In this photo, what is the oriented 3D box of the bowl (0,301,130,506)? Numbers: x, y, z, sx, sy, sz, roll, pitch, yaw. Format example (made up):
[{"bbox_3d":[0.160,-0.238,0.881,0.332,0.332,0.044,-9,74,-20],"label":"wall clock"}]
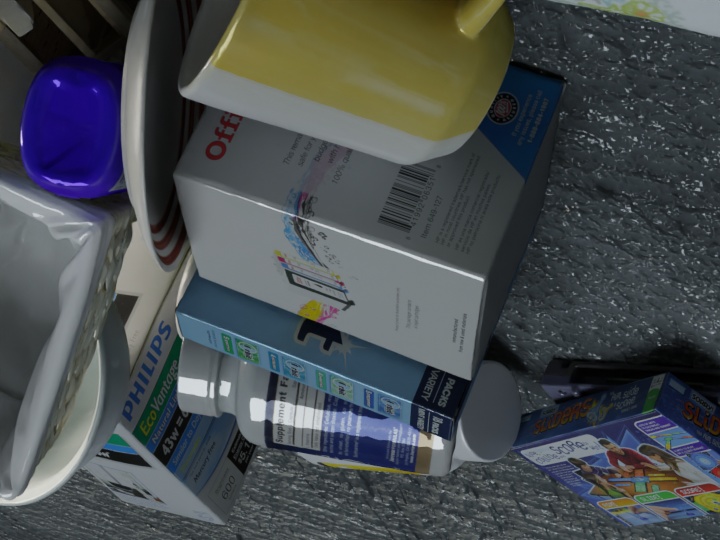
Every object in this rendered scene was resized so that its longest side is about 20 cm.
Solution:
[{"bbox_3d":[-0.242,0.069,1.135,0.199,0.204,0.090,9,-173,30],"label":"bowl"}]

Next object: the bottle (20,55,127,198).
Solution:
[{"bbox_3d":[-0.159,-0.092,0.963,0.065,0.085,0.200,10,-173,4],"label":"bottle"}]

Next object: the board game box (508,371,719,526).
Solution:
[{"bbox_3d":[0.224,0.146,1.184,0.135,0.035,0.200,34,153,-16],"label":"board game box"}]

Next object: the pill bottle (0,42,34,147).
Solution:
[{"bbox_3d":[-0.306,-0.106,1.125,0.115,0.117,0.199,38,151,-27],"label":"pill bottle"}]

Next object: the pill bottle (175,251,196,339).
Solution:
[{"bbox_3d":[-0.034,0.034,1.187,0.198,0.115,0.114,19,154,12],"label":"pill bottle"}]

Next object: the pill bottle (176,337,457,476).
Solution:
[{"bbox_3d":[-0.025,0.076,1.073,0.198,0.112,0.111,9,153,5],"label":"pill bottle"}]

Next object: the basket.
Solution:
[{"bbox_3d":[-0.237,0.023,0.989,0.134,0.202,0.123,22,-165,3],"label":"basket"}]

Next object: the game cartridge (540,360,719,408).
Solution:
[{"bbox_3d":[0.255,0.121,1.189,0.199,0.039,0.130,0,141,42],"label":"game cartridge"}]

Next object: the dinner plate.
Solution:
[{"bbox_3d":[-0.118,-0.100,0.906,0.024,0.202,0.201,4,152,5],"label":"dinner plate"}]

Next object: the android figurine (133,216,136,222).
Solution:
[{"bbox_3d":[-0.186,-0.055,1.144,0.199,0.042,0.181,-4,-177,43],"label":"android figurine"}]

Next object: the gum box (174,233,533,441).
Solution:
[{"bbox_3d":[0.000,0.000,1.025,0.198,0.171,0.045,19,154,11],"label":"gum box"}]

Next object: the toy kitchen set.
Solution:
[{"bbox_3d":[-0.169,-0.171,0.880,0.162,0.201,0.181,-32,132,11],"label":"toy kitchen set"}]

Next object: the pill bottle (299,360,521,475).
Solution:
[{"bbox_3d":[0.036,0.117,1.285,0.199,0.112,0.111,-1,144,44],"label":"pill bottle"}]

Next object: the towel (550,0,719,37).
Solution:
[{"bbox_3d":[0.148,-0.184,0.688,0.170,0.048,0.201,19,154,21],"label":"towel"}]

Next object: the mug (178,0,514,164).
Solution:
[{"bbox_3d":[0.002,-0.127,0.801,0.152,0.150,0.187,24,-171,-17],"label":"mug"}]

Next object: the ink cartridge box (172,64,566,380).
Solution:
[{"bbox_3d":[0.006,-0.053,0.945,0.198,0.148,0.145,20,155,11],"label":"ink cartridge box"}]

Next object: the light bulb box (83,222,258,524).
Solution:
[{"bbox_3d":[-0.171,0.080,1.301,0.124,0.200,0.200,6,150,31],"label":"light bulb box"}]
